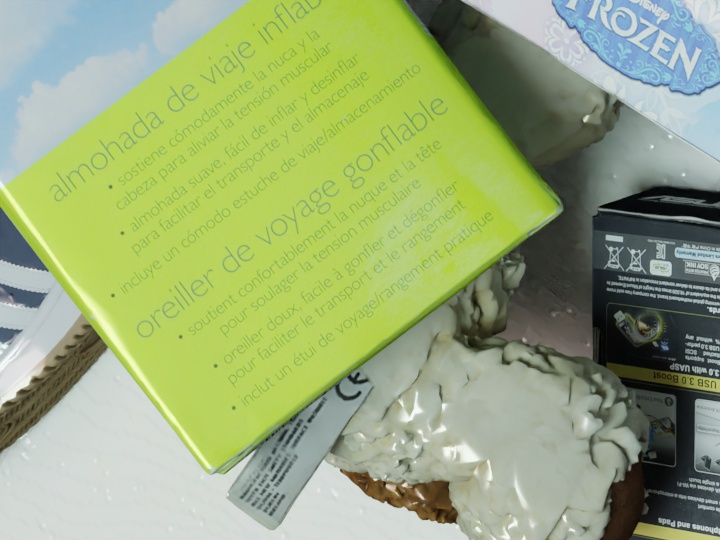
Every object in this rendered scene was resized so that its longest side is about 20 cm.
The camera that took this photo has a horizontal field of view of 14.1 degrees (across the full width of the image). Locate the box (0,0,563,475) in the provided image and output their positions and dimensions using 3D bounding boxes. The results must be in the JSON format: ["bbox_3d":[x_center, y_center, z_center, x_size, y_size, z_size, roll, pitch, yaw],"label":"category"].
[{"bbox_3d":[-0.053,-0.059,0.792,0.122,0.048,0.200,-37,89,-5],"label":"box"}]

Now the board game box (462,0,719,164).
[{"bbox_3d":[0.097,-0.097,0.785,0.199,0.200,0.044,33,120,22],"label":"board game box"}]

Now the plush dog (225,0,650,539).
[{"bbox_3d":[0.000,0.000,0.903,0.159,0.172,0.201,-4,89,-5],"label":"plush dog"}]

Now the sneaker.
[{"bbox_3d":[-0.137,-0.007,1.044,0.109,0.070,0.200,49,117,8],"label":"sneaker"}]

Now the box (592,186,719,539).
[{"bbox_3d":[0.165,0.065,0.876,0.199,0.049,0.162,6,103,32],"label":"box"}]
